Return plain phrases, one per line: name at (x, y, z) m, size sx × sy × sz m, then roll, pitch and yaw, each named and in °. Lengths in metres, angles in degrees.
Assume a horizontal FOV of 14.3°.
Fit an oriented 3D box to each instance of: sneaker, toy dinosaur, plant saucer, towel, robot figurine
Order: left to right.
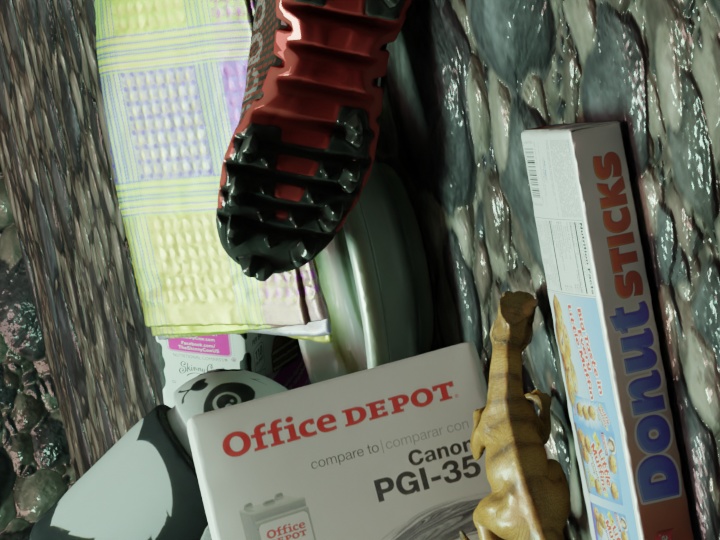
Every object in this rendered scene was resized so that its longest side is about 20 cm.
robot figurine at (-0.100, 0.144, 1.564) m, size 0.150 × 0.200 × 0.125 m, roll 49°, pitch -175°, yaw 24°
towel at (-0.080, -0.057, 1.518) m, size 0.143 × 0.023 × 0.201 m, roll -3°, pitch 101°, yaw 46°
sneaker at (-0.023, -0.096, 1.406) m, size 0.098 × 0.070 × 0.201 m, roll -108°, pitch 33°, yaw -72°
plant saucer at (0.000, 0.000, 1.514) m, size 0.200 × 0.050 × 0.201 m, roll 169°, pitch 90°, yaw -78°
toy dinosaur at (0.074, 0.109, 1.253) m, size 0.106 × 0.060 × 0.201 m, roll 109°, pitch 147°, yaw -64°

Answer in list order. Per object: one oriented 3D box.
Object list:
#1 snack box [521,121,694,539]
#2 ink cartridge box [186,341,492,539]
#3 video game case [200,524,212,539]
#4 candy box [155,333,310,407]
snack box at (0.100, 0.041, 1.149) m, size 0.072 × 0.024 × 0.201 m, roll -171°, pitch 70°, yaw -76°
ink cartridge box at (0.010, 0.150, 1.348) m, size 0.083 × 0.146 × 0.201 m, roll 75°, pitch 180°, yaw -76°
video game case at (-0.045, 0.244, 1.385) m, size 0.182 × 0.022 × 0.201 m, roll -68°, pitch -43°, yaw -67°
candy box at (-0.070, -0.006, 1.662) m, size 0.137 × 0.061 × 0.201 m, roll -57°, pitch -34°, yaw -55°
